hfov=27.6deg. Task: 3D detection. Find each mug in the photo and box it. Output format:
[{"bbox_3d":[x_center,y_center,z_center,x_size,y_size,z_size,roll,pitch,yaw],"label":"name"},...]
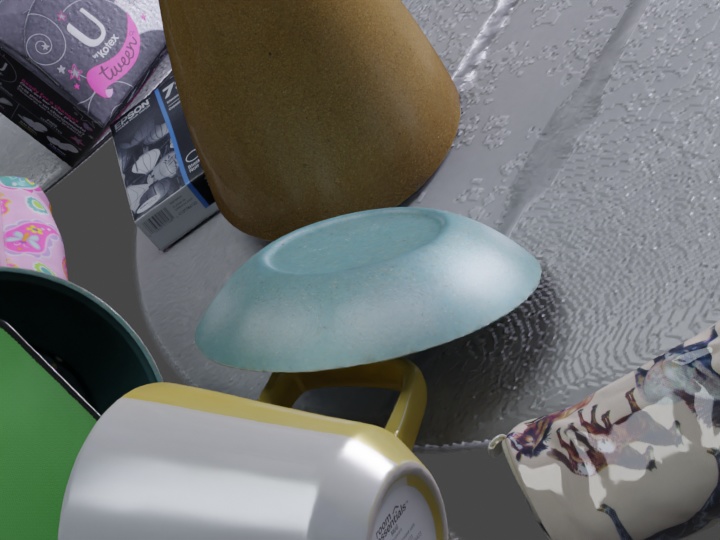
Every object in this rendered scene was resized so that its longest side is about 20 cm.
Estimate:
[{"bbox_3d":[-0.040,0.114,0.721,0.152,0.149,0.188,-2,70,31],"label":"mug"}]

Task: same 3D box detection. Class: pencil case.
[{"bbox_3d":[-0.263,0.004,1.099,0.087,0.088,0.200,-35,33,6],"label":"pencil case"},{"bbox_3d":[0.155,0.063,0.653,0.199,0.078,0.090,-32,57,12],"label":"pencil case"}]

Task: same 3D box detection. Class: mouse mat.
[{"bbox_3d":[-0.188,0.147,0.801,0.161,0.200,0.008,-46,0,-10],"label":"mouse mat"}]

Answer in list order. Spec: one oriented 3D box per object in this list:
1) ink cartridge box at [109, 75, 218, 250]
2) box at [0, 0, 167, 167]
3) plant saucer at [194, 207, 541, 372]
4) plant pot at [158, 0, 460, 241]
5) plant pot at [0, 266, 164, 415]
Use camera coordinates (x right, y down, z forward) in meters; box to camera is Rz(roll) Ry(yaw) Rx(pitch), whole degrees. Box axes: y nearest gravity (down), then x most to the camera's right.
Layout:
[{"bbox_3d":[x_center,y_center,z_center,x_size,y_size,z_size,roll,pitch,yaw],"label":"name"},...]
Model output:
[{"bbox_3d":[-0.143,-0.104,1.151,0.099,0.039,0.200,-36,34,6],"label":"ink cartridge box"},{"bbox_3d":[-0.224,-0.213,1.242,0.201,0.132,0.115,-58,12,-24],"label":"box"},{"bbox_3d":[0.000,0.000,0.822,0.199,0.039,0.201,-12,18,4],"label":"plant saucer"},{"bbox_3d":[-0.053,-0.153,0.953,0.185,0.201,0.187,-15,45,15],"label":"plant pot"},{"bbox_3d":[-0.213,0.102,0.876,0.200,0.200,0.134,-46,5,-10],"label":"plant pot"}]
